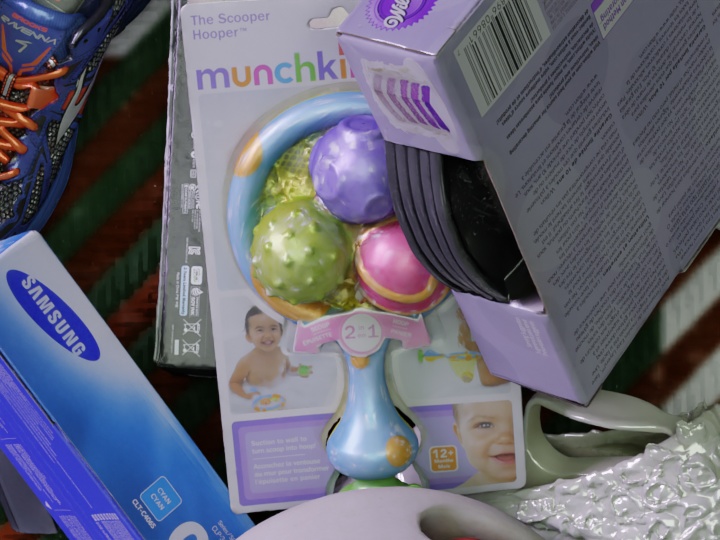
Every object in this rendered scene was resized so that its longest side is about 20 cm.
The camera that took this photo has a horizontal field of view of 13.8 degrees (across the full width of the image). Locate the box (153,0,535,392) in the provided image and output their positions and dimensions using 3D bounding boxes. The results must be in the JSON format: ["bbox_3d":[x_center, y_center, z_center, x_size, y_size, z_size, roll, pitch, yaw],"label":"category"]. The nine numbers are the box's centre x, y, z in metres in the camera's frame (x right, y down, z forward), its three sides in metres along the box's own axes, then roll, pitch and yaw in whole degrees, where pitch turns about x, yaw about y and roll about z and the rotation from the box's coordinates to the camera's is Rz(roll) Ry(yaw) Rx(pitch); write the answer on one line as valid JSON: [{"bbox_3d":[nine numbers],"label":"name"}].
[{"bbox_3d":[0.003,-0.054,1.207,0.163,0.086,0.201,2,86,1],"label":"box"}]

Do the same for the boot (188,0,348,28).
[{"bbox_3d":[0.030,-0.116,1.135,0.199,0.072,0.155,-21,88,-1],"label":"boot"}]

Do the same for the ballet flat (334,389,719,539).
[{"bbox_3d":[0.066,0.076,1.174,0.199,0.072,0.072,-3,85,30],"label":"ballet flat"}]

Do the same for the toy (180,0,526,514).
[{"bbox_3d":[0.000,0.000,1.091,0.115,0.047,0.201,-5,112,0],"label":"toy"}]

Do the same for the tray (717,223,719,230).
[{"bbox_3d":[0.122,-0.087,1.172,0.022,0.200,0.108,19,86,37],"label":"tray"}]

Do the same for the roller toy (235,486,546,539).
[{"bbox_3d":[0.014,0.182,1.075,0.182,0.140,0.201,-15,115,-1],"label":"roller toy"}]

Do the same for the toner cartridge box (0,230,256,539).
[{"bbox_3d":[-0.097,0.079,1.172,0.043,0.095,0.200,-40,101,-22],"label":"toner cartridge box"}]

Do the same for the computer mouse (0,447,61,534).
[{"bbox_3d":[-0.119,0.114,1.225,0.058,0.034,0.201,-21,86,-1],"label":"computer mouse"}]

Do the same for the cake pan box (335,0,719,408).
[{"bbox_3d":[0.086,-0.078,1.070,0.052,0.184,0.200,15,58,38],"label":"cake pan box"}]

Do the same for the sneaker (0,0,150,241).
[{"bbox_3d":[-0.139,-0.089,1.217,0.075,0.078,0.201,24,87,3],"label":"sneaker"}]
